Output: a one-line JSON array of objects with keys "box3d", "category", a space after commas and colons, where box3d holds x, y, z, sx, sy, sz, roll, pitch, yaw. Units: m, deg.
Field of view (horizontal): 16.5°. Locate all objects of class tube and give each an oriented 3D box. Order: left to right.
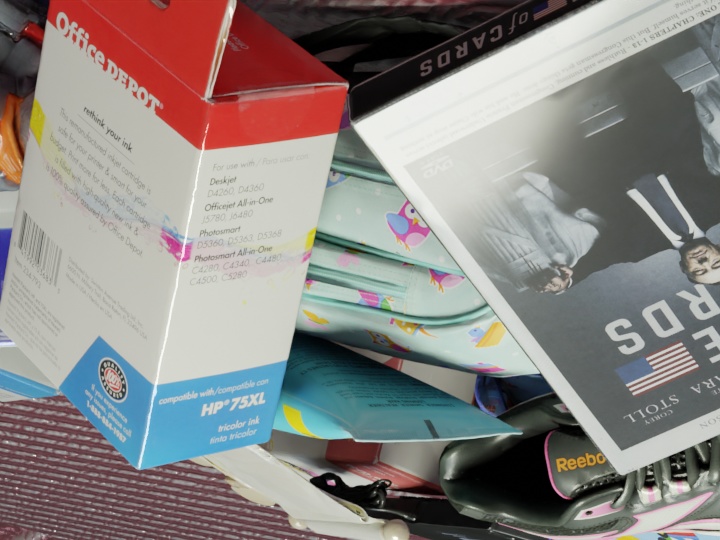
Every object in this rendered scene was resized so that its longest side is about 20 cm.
[{"box3d": [-0.023, 0.047, 1.025, 0.077, 0.051, 0.200, -6, -169, -32], "category": "tube"}]

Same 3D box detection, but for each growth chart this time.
[{"box3d": [-0.068, 0.088, 1.252, 0.200, 0.018, 0.145, 38, 163, -30], "category": "growth chart"}]

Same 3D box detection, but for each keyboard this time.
[{"box3d": [0.041, 0.128, 1.306, 0.127, 0.021, 0.200, 17, 170, -19], "category": "keyboard"}]

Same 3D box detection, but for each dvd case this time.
[{"box3d": [0.110, -0.021, 0.867, 0.150, 0.025, 0.200, -25, 126, 19], "category": "dvd case"}]

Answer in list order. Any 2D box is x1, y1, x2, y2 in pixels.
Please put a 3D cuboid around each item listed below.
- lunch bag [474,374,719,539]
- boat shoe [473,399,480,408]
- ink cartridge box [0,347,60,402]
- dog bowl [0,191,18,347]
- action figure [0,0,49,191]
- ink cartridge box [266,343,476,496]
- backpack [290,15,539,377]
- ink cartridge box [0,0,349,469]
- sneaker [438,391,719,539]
[{"box3d": [0.143, 0.109, 1.115, 0.200, 0.094, 0.151, 7, 146, 34], "category": "lunch bag"}, {"box3d": [0.090, 0.081, 1.362, 0.060, 0.076, 0.200, 22, -162, -9], "category": "boat shoe"}, {"box3d": [-0.226, 0.014, 1.450, 0.068, 0.116, 0.200, 23, 163, -26], "category": "ink cartridge box"}, {"box3d": [-0.174, -0.007, 1.242, 0.199, 0.079, 0.200, -2, -177, 0], "category": "dog bowl"}, {"box3d": [-0.158, -0.066, 1.108, 0.193, 0.105, 0.200, 14, 169, 46], "category": "action figure"}, {"box3d": [-0.027, 0.057, 1.401, 0.200, 0.117, 0.067, 0, 160, 47], "category": "ink cartridge box"}, {"box3d": [0.036, -0.023, 1.003, 0.200, 0.127, 0.167, 11, 169, 31], "category": "backpack"}, {"box3d": [-0.072, -0.041, 0.953, 0.067, 0.200, 0.116, -9, -145, -37], "category": "ink cartridge box"}, {"box3d": [0.116, 0.076, 0.984, 0.200, 0.081, 0.086, -21, 165, 38], "category": "sneaker"}]
